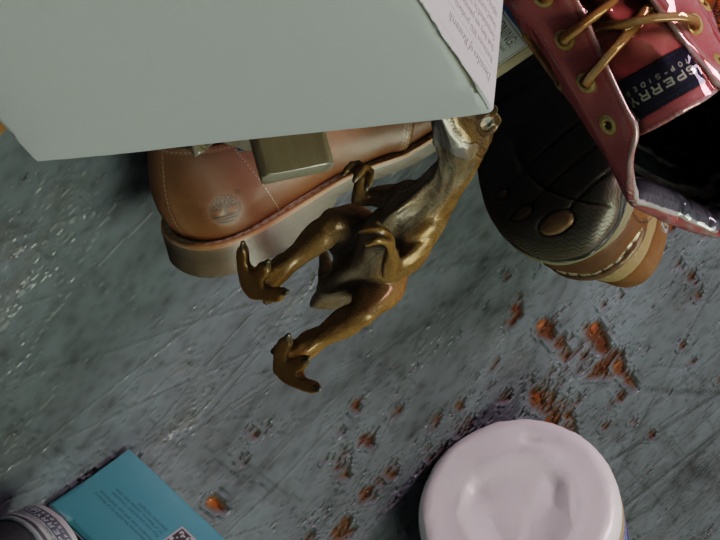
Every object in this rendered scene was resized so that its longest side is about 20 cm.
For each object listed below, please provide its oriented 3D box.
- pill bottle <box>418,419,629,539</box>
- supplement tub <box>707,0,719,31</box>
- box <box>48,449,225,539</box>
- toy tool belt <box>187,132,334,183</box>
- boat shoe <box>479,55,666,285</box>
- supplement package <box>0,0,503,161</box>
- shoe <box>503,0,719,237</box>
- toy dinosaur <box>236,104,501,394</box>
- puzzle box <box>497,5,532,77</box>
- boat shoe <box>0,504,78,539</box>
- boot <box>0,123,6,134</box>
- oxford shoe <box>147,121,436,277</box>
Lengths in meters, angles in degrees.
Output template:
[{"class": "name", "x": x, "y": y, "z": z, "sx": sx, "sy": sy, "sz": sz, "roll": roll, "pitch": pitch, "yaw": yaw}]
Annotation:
[{"class": "pill bottle", "x": 0.099, "y": 0.173, "z": 1.620, "sx": 0.111, "sy": 0.111, "sz": 0.200, "roll": -41, "pitch": 153, "yaw": -13}, {"class": "supplement tub", "x": 0.171, "y": -0.115, "z": 1.330, "sx": 0.123, "sy": 0.123, "sz": 0.200, "roll": -53, "pitch": 153, "yaw": 11}, {"class": "box", "x": -0.099, "y": 0.177, "z": 1.364, "sx": 0.049, "sy": 0.082, "sz": 0.200, "roll": -35, "pitch": 151, "yaw": -26}, {"class": "toy tool belt", "x": 0.006, "y": -0.109, "z": 1.090, "sx": 0.200, "sy": 0.123, "sz": 0.125, "roll": -33, "pitch": 150, "yaw": -29}, {"class": "boat shoe", "x": 0.079, "y": -0.079, "z": 1.156, "sx": 0.076, "sy": 0.200, "sz": 0.074, "roll": -22, "pitch": 144, "yaw": 26}, {"class": "supplement package", "x": -0.061, "y": -0.131, "z": 0.819, "sx": 0.200, "sy": 0.155, "sz": 0.111, "roll": 53, "pitch": 38, "yaw": -54}, {"class": "shoe", "x": 0.085, "y": -0.092, "z": 0.959, "sx": 0.071, "sy": 0.091, "sz": 0.200, "roll": -33, "pitch": 140, "yaw": 4}, {"class": "toy dinosaur", "x": 0.000, "y": 0.000, "z": 1.098, "sx": 0.106, "sy": 0.060, "sz": 0.200, "roll": -33, "pitch": 174, "yaw": -32}, {"class": "puzzle box", "x": 0.054, "y": -0.160, "z": 0.962, "sx": 0.133, "sy": 0.025, "sz": 0.200, "roll": -35, "pitch": 139, "yaw": 6}, {"class": "boat shoe", "x": -0.177, "y": 0.196, "z": 1.283, "sx": 0.068, "sy": 0.072, "sz": 0.200, "roll": -20, "pitch": 140, "yaw": -47}, {"class": "boot", "x": -0.164, "y": -0.068, "z": 0.954, "sx": 0.188, "sy": 0.068, "sz": 0.200, "roll": -53, "pitch": 154, "yaw": 9}, {"class": "oxford shoe", "x": -0.005, "y": -0.079, "z": 1.182, "sx": 0.200, "sy": 0.071, "sz": 0.071, "roll": -39, "pitch": 130, "yaw": -27}]
